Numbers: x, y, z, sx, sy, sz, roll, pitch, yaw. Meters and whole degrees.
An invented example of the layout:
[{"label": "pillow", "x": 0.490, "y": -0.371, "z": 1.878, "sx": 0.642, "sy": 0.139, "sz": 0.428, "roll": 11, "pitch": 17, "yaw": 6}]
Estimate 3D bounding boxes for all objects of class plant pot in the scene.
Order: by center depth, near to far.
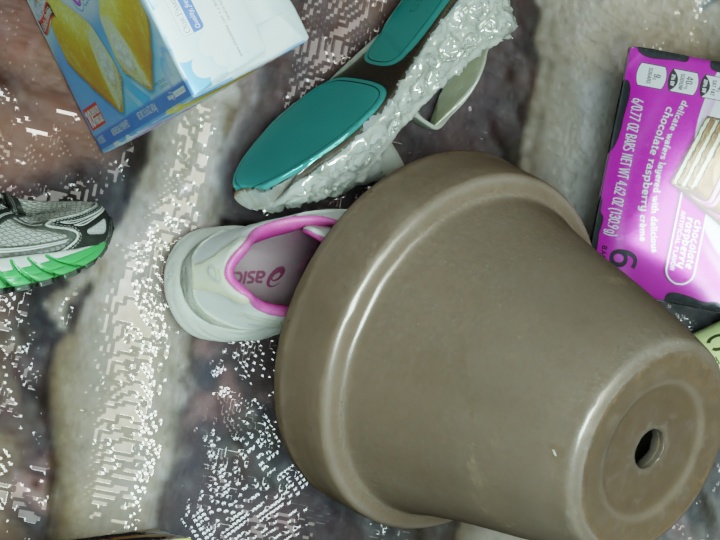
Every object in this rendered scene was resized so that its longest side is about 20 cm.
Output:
[{"label": "plant pot", "x": 0.086, "y": 0.058, "z": 1.167, "sx": 0.200, "sy": 0.175, "sz": 0.200, "roll": -20, "pitch": 122, "yaw": -37}]

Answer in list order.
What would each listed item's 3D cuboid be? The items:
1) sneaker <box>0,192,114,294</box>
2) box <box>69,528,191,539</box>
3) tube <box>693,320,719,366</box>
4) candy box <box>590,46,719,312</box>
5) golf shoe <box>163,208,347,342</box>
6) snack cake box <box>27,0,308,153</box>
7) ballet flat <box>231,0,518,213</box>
[{"label": "sneaker", "x": -0.221, "y": -0.032, "z": 1.156, "sx": 0.200, "sy": 0.078, "sz": 0.085, "roll": 5, "pitch": 93, "yaw": -18}, {"label": "box", "x": -0.186, "y": 0.168, "z": 1.159, "sx": 0.200, "sy": 0.075, "sz": 0.050, "roll": -7, "pitch": 90, "yaw": -20}, {"label": "tube", "x": 0.198, "y": 0.064, "z": 1.310, "sx": 0.200, "sy": 0.058, "sz": 0.052, "roll": -27, "pitch": 135, "yaw": -15}, {"label": "candy box", "x": 0.233, "y": -0.039, "z": 1.272, "sx": 0.200, "sy": 0.061, "sz": 0.137, "roll": 11, "pitch": 94, "yaw": 6}, {"label": "golf shoe", "x": 0.000, "y": 0.000, "z": 1.227, "sx": 0.200, "sy": 0.092, "sz": 0.075, "roll": -9, "pitch": 87, "yaw": -20}, {"label": "snack cake box", "x": -0.105, "y": -0.135, "z": 1.145, "sx": 0.067, "sy": 0.200, "sz": 0.115, "roll": -29, "pitch": 94, "yaw": -18}, {"label": "ballet flat", "x": 0.018, "y": -0.090, "z": 1.256, "sx": 0.072, "sy": 0.072, "sz": 0.200, "roll": 46, "pitch": 74, "yaw": -9}]
